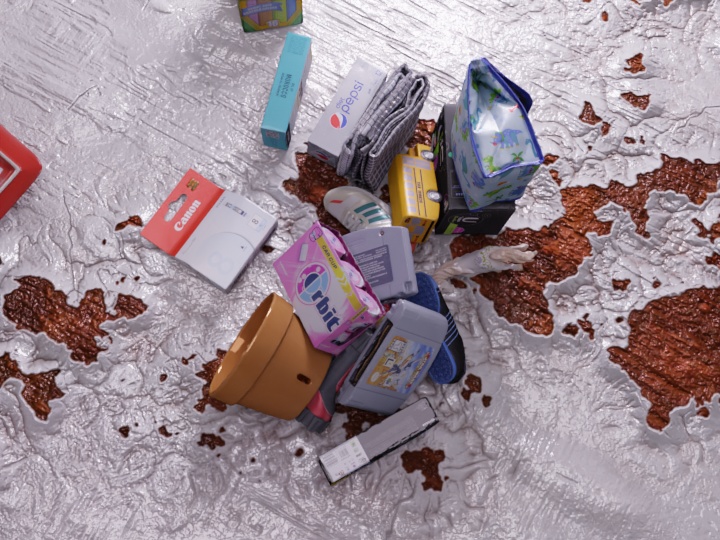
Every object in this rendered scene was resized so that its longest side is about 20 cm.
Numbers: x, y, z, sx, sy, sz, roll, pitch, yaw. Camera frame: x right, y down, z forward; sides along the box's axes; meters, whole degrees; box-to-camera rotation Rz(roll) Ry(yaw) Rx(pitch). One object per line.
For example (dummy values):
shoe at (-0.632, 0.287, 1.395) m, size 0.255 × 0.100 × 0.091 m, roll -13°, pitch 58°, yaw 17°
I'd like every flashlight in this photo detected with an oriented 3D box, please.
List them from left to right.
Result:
flashlight at (-0.032, 0.182, 1.464) m, size 0.068 × 0.068 × 0.200 m, roll 41°, pitch 100°, yaw 9°

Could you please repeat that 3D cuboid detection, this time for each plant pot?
plant pot at (-0.142, 0.157, 1.448) m, size 0.140 × 0.200 × 0.200 m, roll 34°, pitch 75°, yaw -12°

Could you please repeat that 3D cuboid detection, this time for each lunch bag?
lunch bag at (0.208, -0.222, 1.412) m, size 0.127 × 0.170 × 0.201 m, roll -16°, pitch 75°, yaw -7°

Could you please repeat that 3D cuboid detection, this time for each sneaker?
sneaker at (0.012, -0.081, 1.546) m, size 0.199 × 0.070 × 0.093 m, roll 29°, pitch 41°, yaw 10°
sneaker at (0.134, 0.101, 1.524) m, size 0.070 × 0.078 × 0.201 m, roll -18°, pitch 80°, yaw 26°

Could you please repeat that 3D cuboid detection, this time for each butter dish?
butter dish at (-0.706, -0.179, 1.525) m, size 0.199 × 0.148 × 0.200 m, roll 46°, pitch 71°, yaw -33°

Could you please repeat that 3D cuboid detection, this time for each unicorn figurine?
unicorn figurine at (0.208, -0.007, 1.540) m, size 0.137 × 0.200 × 0.074 m, roll -8°, pitch 68°, yaw -33°

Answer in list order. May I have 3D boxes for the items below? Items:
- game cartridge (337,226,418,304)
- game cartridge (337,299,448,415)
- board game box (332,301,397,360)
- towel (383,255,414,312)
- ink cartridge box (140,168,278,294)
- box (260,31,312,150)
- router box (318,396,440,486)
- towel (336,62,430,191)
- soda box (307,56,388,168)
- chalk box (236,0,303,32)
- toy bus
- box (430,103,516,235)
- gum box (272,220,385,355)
game cartridge at (0.000, 0.000, 1.482) m, size 0.199 × 0.041 × 0.134 m, roll -17°, pitch 74°, yaw 27°
game cartridge at (0.060, 0.149, 1.442) m, size 0.133 × 0.042 × 0.200 m, roll 22°, pitch 104°, yaw -38°
board game box at (0.022, 0.110, 1.505) m, size 0.157 × 0.039 × 0.201 m, roll -17°, pitch 78°, yaw -7°
towel at (-0.007, 0.052, 1.554) m, size 0.190 × 0.032 × 0.201 m, roll 10°, pitch 75°, yaw -2°
ink cartridge box at (-0.274, -0.078, 1.565) m, size 0.200 × 0.047 × 0.160 m, roll 34°, pitch 76°, yaw 4°
box at (-0.136, -0.334, 1.623) m, size 0.049 × 0.082 × 0.201 m, roll 13°, pitch 74°, yaw 2°
router box at (0.027, 0.284, 1.434) m, size 0.199 × 0.149 × 0.051 m, roll -28°, pitch 78°, yaw -9°
towel at (0.044, -0.251, 1.570) m, size 0.085 × 0.166 × 0.200 m, roll 34°, pitch 76°, yaw 2°
soda box at (-0.025, -0.297, 1.628) m, size 0.068 × 0.063 × 0.200 m, roll 28°, pitch 76°, yaw 3°
chalk box at (-0.177, -0.555, 1.617) m, size 0.123 × 0.200 × 0.125 m, roll -10°, pitch 75°, yaw -6°
toy bus at (0.095, -0.142, 1.549) m, size 0.078 × 0.065 × 0.201 m, roll 9°, pitch 47°, yaw -15°
box at (0.200, -0.179, 1.566) m, size 0.124 × 0.149 × 0.201 m, roll 0°, pitch 75°, yaw -5°
gum box at (-0.053, 0.032, 1.436) m, size 0.113 × 0.066 × 0.200 m, roll -42°, pitch 55°, yaw 18°
